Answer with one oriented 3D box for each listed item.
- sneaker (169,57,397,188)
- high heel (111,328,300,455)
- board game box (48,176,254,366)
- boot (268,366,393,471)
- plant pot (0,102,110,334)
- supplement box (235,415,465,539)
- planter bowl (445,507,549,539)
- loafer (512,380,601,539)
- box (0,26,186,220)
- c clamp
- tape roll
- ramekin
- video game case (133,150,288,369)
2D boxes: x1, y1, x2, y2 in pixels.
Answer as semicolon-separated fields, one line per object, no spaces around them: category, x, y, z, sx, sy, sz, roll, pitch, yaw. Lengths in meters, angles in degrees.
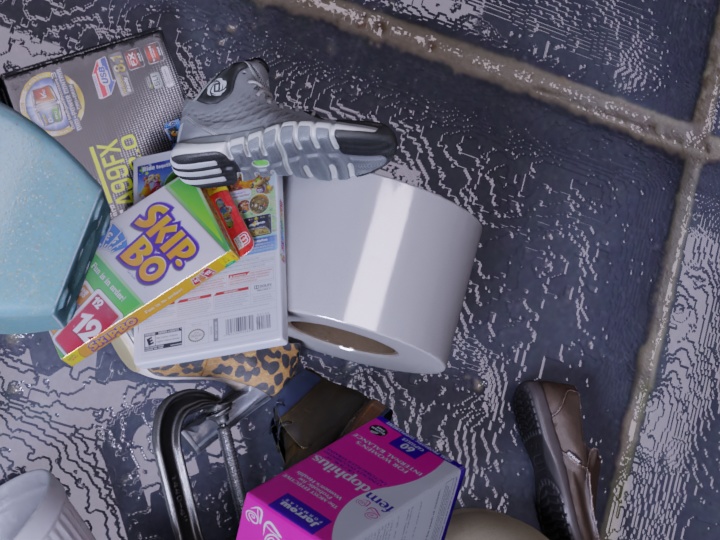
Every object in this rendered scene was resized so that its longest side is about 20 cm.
sneaker;-0.067;-0.140;1.616;0.199;0.075;0.116;-3;59;7
high heel;-0.151;0.052;1.712;0.142;0.071;0.200;-38;107;-17
board game box;-0.195;-0.007;1.637;0.200;0.030;0.096;-31;62;5
boot;-0.062;0.168;1.701;0.097;0.075;0.200;33;43;16
plant pot;-0.326;-0.041;1.576;0.199;0.196;0.197;21;81;0
supplement box;-0.011;0.221;1.607;0.101;0.104;0.200;29;32;25
planter bowl;0.126;0.324;1.735;0.199;0.135;0.201;2;82;-17
loafer;0.210;0.200;1.808;0.071;0.073;0.201;-13;88;-19
box;-0.230;-0.108;1.721;0.160;0.044;0.201;-19;90;-19
c clamp;-0.127;0.195;1.669;0.171;0.027;0.201;-32;109;-56
tape roll;0.000;0.000;1.699;0.202;0.203;0.140;19;79;-15
ramekin;-0.308;0.276;1.575;0.200;0.200;0.105;-44;106;-17
video game case;-0.135;-0.020;1.642;0.143;0.018;0.201;-10;68;18
